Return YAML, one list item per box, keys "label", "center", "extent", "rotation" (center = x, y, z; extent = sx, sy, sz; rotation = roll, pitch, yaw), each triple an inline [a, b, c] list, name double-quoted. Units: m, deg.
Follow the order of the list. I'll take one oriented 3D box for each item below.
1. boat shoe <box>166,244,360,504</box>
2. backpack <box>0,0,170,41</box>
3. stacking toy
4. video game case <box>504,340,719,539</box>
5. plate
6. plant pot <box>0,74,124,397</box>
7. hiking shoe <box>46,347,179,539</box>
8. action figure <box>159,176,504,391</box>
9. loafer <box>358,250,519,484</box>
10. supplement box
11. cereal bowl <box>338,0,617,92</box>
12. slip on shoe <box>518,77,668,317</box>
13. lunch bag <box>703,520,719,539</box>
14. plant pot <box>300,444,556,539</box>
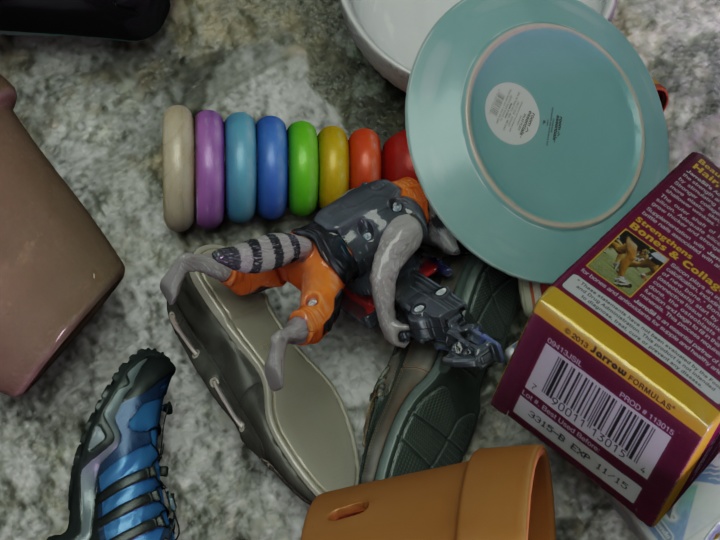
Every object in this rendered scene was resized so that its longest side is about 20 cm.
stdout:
- label: "boat shoe"
  center: [-0.065, 0.077, 1.442]
  extent: [0.067, 0.057, 0.201]
  rotation: [-14, 66, -43]
- label: "backpack"
  center: [-0.209, -0.263, 1.528]
  extent: [0.174, 0.153, 0.202]
  rotation: [2, 77, 1]
- label: "stacking toy"
  center: [-0.035, -0.070, 1.488]
  extent: [0.198, 0.085, 0.086]
  rotation: [-1, 67, -5]
- label: "video game case"
  center: [0.224, 0.082, 1.437]
  extent: [0.182, 0.022, 0.200]
  rotation: [-33, 70, -11]
- label: "plate"
  center: [0.122, -0.091, 1.416]
  extent: [0.199, 0.026, 0.202]
  rotation: [6, 77, -25]
- label: "plant pot"
  center: [-0.253, -0.014, 1.427]
  extent: [0.174, 0.200, 0.201]
  rotation: [41, 74, -3]
- label: "hiking shoe"
  center: [-0.147, 0.151, 1.406]
  extent: [0.086, 0.074, 0.201]
  rotation: [18, 79, 2]
- label: "action figure"
  center: [0.000, 0.000, 1.387]
  extent: [0.193, 0.105, 0.199]
  rotation: [-29, 36, -31]
- label: "loafer"
  center: [0.042, 0.075, 1.434]
  extent: [0.063, 0.072, 0.201]
  rotation: [5, 59, 41]
- label: "supplement box"
  center: [0.193, 0.038, 1.350]
  extent: [0.131, 0.104, 0.200]
  rotation: [37, 47, 16]
- label: "cereal bowl"
  center: [0.081, -0.196, 1.525]
  extent: [0.198, 0.083, 0.202]
  rotation: [-1, 67, 2]
- label: "slip on shoe"
  center: [0.153, -0.056, 1.469]
  extent: [0.061, 0.074, 0.201]
  rotation: [16, 64, 21]
- label: "lunch bag"
  center: [0.233, 0.242, 1.290]
  extent: [0.126, 0.170, 0.201]
  rotation: [12, 68, 9]
- label: "plant pot"
  center: [0.040, 0.203, 1.308]
  extent: [0.139, 0.200, 0.202]
  rotation: [1, 67, 11]
